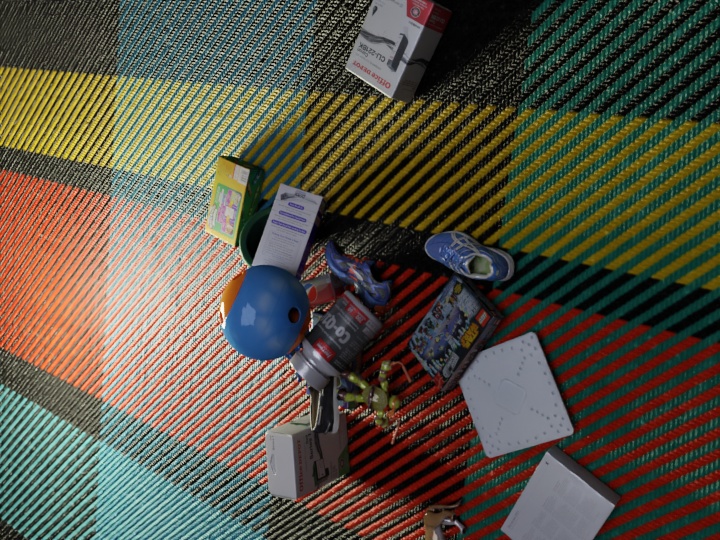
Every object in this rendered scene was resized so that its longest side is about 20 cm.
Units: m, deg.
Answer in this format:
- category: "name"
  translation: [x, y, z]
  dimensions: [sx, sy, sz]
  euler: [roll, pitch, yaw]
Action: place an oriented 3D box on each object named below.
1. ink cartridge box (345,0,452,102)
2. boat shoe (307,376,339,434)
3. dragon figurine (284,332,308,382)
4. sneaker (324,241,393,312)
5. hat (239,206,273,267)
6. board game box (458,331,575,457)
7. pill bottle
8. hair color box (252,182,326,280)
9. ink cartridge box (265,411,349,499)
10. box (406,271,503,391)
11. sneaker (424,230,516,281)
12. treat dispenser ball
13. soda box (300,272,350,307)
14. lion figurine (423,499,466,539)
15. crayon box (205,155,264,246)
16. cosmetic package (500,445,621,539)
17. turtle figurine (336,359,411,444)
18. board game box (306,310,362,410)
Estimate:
- category: "ink cartridge box"
  translation: [0.075, -0.472, 1.446]
  dimensions: [0.144, 0.083, 0.203]
  euler: [38, 116, 26]
- category: "boat shoe"
  translation: [-0.090, 0.265, 1.578]
  dimensions: [0.074, 0.059, 0.205]
  euler: [140, 129, -57]
- category: "dragon figurine"
  translation: [-0.155, 0.155, 1.640]
  dimensions: [0.097, 0.059, 0.205]
  euler: [7, 102, 21]
- category: "sneaker"
  translation: [0.000, 0.000, 1.565]
  dimensions: [0.200, 0.075, 0.079]
  euler: [43, 109, 16]
- category: "hat"
  translation: [-0.208, -0.041, 1.739]
  dimensions: [0.197, 0.176, 0.168]
  euler: [-29, 72, -4]
- category: "board game box"
  translation: [0.301, 0.247, 1.387]
  dimensions: [0.198, 0.026, 0.204]
  euler: [-27, 79, 35]
- category: "pill bottle"
  translation: [-0.054, 0.154, 1.518]
  dimensions: [0.114, 0.114, 0.201]
  euler: [41, 88, 25]
- category: "hair color box"
  translation: [-0.162, -0.084, 1.612]
  dimensions: [0.107, 0.065, 0.204]
  euler: [18, 85, 9]
- category: "ink cartridge box"
  translation: [-0.118, 0.416, 1.603]
  dimensions: [0.083, 0.198, 0.150]
  euler: [-2, 94, 36]
- category: "box"
  translation: [0.188, 0.124, 1.430]
  dimensions: [0.137, 0.039, 0.202]
  euler: [51, 122, 38]
- category: "sneaker"
  translation: [0.209, -0.030, 1.396]
  dimensions: [0.197, 0.076, 0.078]
  euler: [18, 106, 35]
- category: "treat dispenser ball"
  translation: [-0.205, 0.090, 1.507]
  dimensions: [0.197, 0.199, 0.206]
  euler: [4, 97, 35]
- category: "soda box"
  translation: [-0.121, 0.055, 1.651]
  dimensions: [0.197, 0.069, 0.065]
  euler: [-17, 87, 36]
- category: "lion figurine"
  translation: [0.160, 0.577, 1.507]
  dimensions: [0.121, 0.072, 0.205]
  euler: [6, 84, 45]
- category: "crayon box"
  translation: [-0.321, -0.176, 1.782]
  dimensions: [0.117, 0.058, 0.204]
  euler: [25, 109, 32]
- category: "cosmetic package"
  translation: [0.377, 0.463, 1.337]
  dimensions: [0.150, 0.051, 0.203]
  euler: [35, 114, 26]
- category: "turtle figurine"
  translation: [0.026, 0.283, 1.548]
  dimensions: [0.158, 0.064, 0.205]
  euler: [14, 114, 26]
- category: "board game box"
  translation: [-0.059, 0.207, 1.641]
  dimensions: [0.133, 0.034, 0.205]
  euler: [13, 102, 34]
